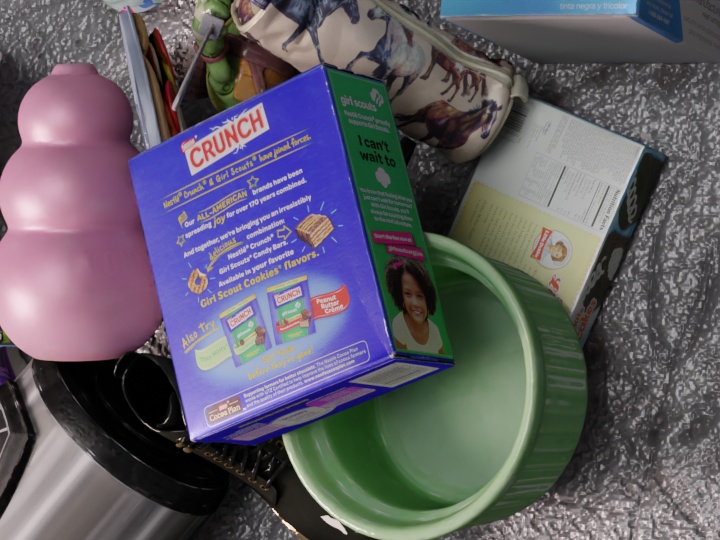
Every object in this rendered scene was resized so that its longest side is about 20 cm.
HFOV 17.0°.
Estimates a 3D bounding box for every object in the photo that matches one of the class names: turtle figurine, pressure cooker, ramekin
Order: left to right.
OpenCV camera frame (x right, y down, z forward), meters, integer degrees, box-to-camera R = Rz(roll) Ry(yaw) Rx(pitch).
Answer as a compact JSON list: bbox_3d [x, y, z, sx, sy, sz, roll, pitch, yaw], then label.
[{"bbox_3d":[-0.213,0.172,1.729,0.179,0.176,0.200,44,106,11],"label":"pressure cooker"},{"bbox_3d":[-0.045,-0.170,1.707,0.143,0.200,0.195,14,85,-3],"label":"turtle figurine"},{"bbox_3d":[0.052,0.078,1.590,0.200,0.098,0.201,-4,83,34],"label":"ramekin"}]

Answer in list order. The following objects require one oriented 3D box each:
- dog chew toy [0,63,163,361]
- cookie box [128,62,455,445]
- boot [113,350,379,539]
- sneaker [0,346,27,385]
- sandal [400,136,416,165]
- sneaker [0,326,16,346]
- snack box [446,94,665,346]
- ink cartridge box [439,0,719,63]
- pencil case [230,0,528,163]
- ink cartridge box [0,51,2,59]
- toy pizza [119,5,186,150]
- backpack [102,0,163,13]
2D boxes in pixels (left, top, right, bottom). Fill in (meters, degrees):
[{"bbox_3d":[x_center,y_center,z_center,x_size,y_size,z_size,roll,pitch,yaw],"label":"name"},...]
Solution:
[{"bbox_3d":[-0.192,-0.041,1.646,0.124,0.124,0.201,2,95,30],"label":"dog chew toy"},{"bbox_3d":[-0.047,-0.008,1.561,0.171,0.075,0.201,-23,71,30],"label":"cookie box"},{"bbox_3d":[-0.074,0.130,1.645,0.200,0.138,0.078,38,102,27],"label":"boot"},{"bbox_3d":[-0.305,0.070,1.851,0.080,0.083,0.201,-16,75,27],"label":"sneaker"},{"bbox_3d":[0.000,0.000,1.671,0.048,0.075,0.201,29,106,5],"label":"sandal"},{"bbox_3d":[-0.261,0.021,1.753,0.199,0.083,0.071,-12,76,21],"label":"sneaker"},{"bbox_3d":[0.116,-0.010,1.644,0.116,0.037,0.200,27,96,33],"label":"snack box"},{"bbox_3d":[0.157,-0.249,1.595,0.146,0.147,0.201,3,84,31],"label":"ink cartridge box"},{"bbox_3d":[0.014,-0.151,1.628,0.089,0.200,0.078,-41,23,51],"label":"pencil case"},{"bbox_3d":[-0.354,-0.094,1.866,0.145,0.084,0.201,-147,77,-73],"label":"ink cartridge box"},{"bbox_3d":[-0.139,-0.093,1.734,0.032,0.200,0.201,-12,74,-6],"label":"toy pizza"},{"bbox_3d":[-0.169,-0.298,1.797,0.200,0.150,0.178,-40,60,26],"label":"backpack"}]
